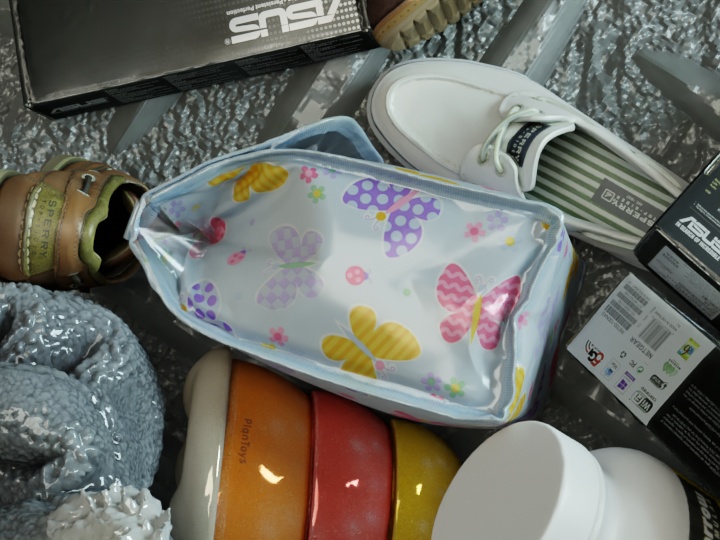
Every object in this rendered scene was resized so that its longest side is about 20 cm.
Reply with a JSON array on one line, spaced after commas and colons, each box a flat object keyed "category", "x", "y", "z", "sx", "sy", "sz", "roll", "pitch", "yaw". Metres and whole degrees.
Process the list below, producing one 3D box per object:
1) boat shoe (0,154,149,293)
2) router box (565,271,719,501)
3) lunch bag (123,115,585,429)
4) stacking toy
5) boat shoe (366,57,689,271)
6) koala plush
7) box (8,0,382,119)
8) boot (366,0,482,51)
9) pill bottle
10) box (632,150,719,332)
[{"category": "boat shoe", "x": -0.136, "y": -0.018, "z": 0.855, "sx": 0.068, "sy": 0.200, "sz": 0.072, "roll": 6, "pitch": 98, "yaw": 7}, {"category": "router box", "x": 0.196, "y": 0.096, "z": 0.750, "sx": 0.051, "sy": 0.149, "sz": 0.200, "roll": -50, "pitch": 39, "yaw": 6}, {"category": "lunch bag", "x": 0.000, "y": 0.000, "z": 0.837, "sx": 0.200, "sy": 0.170, "sz": 0.127, "roll": 14, "pitch": 86, "yaw": 13}, {"category": "stacking toy", "x": 0.004, "y": 0.120, "z": 0.859, "sx": 0.200, "sy": 0.146, "sz": 0.146, "roll": 7, "pitch": 84, "yaw": -4}, {"category": "boat shoe", "x": 0.093, "y": -0.062, "z": 0.878, "sx": 0.200, "sy": 0.067, "sz": 0.074, "roll": 23, "pitch": 88, "yaw": 13}, {"category": "koala plush", "x": -0.135, "y": 0.118, "z": 0.734, "sx": 0.184, "sy": 0.178, "sz": 0.200, "roll": -17, "pitch": 41, "yaw": -28}, {"category": "box", "x": -0.100, "y": -0.197, "z": 0.945, "sx": 0.200, "sy": 0.048, "sz": 0.194, "roll": -10, "pitch": 79, "yaw": 10}, {"category": "boot", "x": 0.030, "y": -0.231, "z": 0.905, "sx": 0.166, "sy": 0.072, "sz": 0.200, "roll": 42, "pitch": 81, "yaw": 7}, {"category": "pill bottle", "x": 0.132, "y": 0.150, "z": 0.771, "sx": 0.200, "sy": 0.112, "sz": 0.113, "roll": 33, "pitch": 90, "yaw": -26}, {"category": "box", "x": 0.256, "y": -0.004, "z": 0.813, "sx": 0.200, "sy": 0.044, "sz": 0.160, "roll": 41, "pitch": 73, "yaw": 6}]
